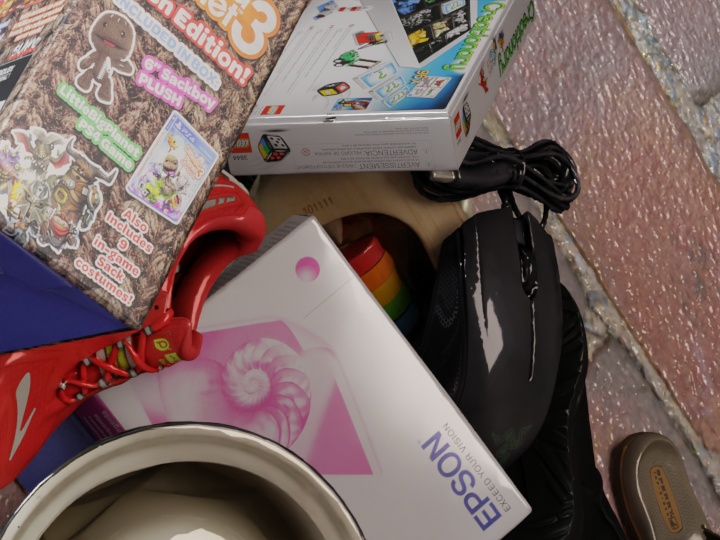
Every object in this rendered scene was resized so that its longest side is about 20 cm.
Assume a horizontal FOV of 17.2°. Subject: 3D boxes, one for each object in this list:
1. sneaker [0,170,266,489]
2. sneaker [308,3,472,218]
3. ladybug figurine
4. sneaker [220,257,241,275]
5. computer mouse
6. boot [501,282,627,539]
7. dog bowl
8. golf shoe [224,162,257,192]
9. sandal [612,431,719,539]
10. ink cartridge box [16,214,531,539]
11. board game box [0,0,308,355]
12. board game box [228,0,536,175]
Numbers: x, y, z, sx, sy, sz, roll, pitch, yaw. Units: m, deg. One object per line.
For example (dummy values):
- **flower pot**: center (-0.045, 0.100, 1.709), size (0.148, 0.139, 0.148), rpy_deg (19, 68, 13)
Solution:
- **sneaker**: center (-0.120, 0.028, 1.148), size (0.200, 0.085, 0.077), rpy_deg (-52, 154, -17)
- **sneaker**: center (0.024, -0.076, 1.423), size (0.081, 0.088, 0.201), rpy_deg (-18, 85, -49)
- **ladybug figurine**: center (0.000, 0.000, 1.341), size (0.072, 0.135, 0.201), rpy_deg (-112, 178, -54)
- **sneaker**: center (-0.093, 0.002, 1.264), size (0.200, 0.086, 0.078), rpy_deg (42, 47, -21)
- **computer mouse**: center (0.074, 0.026, 1.297), size (0.138, 0.052, 0.202), rpy_deg (5, 95, -48)
- **boot**: center (0.121, 0.125, 1.411), size (0.163, 0.073, 0.200), rpy_deg (56, 28, -53)
- **dog bowl**: center (-0.092, 0.171, 1.143), size (0.198, 0.074, 0.202), rpy_deg (0, 90, -16)
- **golf shoe**: center (-0.105, -0.094, 1.258), size (0.200, 0.078, 0.098), rpy_deg (-1, 112, -69)
- **sandal**: center (0.225, 0.195, 1.536), size (0.081, 0.054, 0.201), rpy_deg (-11, 80, -48)
- **ink cartridge box**: center (-0.045, 0.109, 1.214), size (0.200, 0.043, 0.197), rpy_deg (-40, 101, -12)
- **board game box**: center (-0.129, -0.075, 1.050), size (0.097, 0.159, 0.201), rpy_deg (38, 64, -26)
- **board game box**: center (0.014, -0.111, 1.301), size (0.200, 0.125, 0.035), rpy_deg (-60, 145, -57)
